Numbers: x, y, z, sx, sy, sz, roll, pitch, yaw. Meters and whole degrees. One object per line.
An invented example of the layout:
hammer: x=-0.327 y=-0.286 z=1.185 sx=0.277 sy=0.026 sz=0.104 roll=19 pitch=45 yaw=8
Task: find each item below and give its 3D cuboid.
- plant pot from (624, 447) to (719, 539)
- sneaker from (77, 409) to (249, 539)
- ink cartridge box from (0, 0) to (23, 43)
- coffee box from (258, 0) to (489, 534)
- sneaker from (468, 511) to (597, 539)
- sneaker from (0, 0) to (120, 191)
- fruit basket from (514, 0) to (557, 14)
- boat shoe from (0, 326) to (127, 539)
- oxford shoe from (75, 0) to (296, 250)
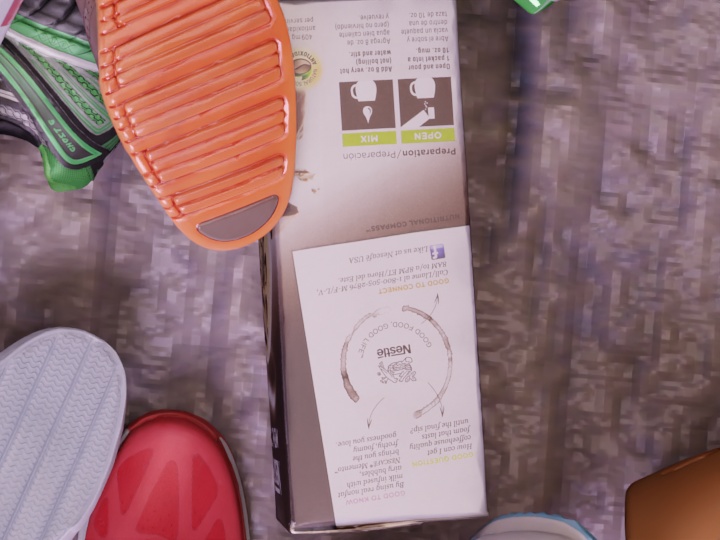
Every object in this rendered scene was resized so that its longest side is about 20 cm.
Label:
plant pot: x=0.181 y=0.143 z=0.900 sx=0.139 sy=0.200 sz=0.202 roll=-8 pitch=87 yaw=11
sneaker: x=-0.081 y=0.155 z=0.896 sx=0.078 sy=0.116 sz=0.202 roll=6 pitch=86 yaw=-6
ink cartridge box: x=-0.170 y=-0.185 z=0.817 sx=0.083 sy=0.145 sz=0.202 roll=-5 pitch=85 yaw=-15
coffee box: x=0.000 y=0.000 z=0.916 sx=0.079 sy=0.113 sz=0.202 roll=-3 pitch=86 yaw=-6
sneaker: x=0.025 y=0.152 z=0.867 sx=0.077 sy=0.199 sz=0.081 roll=55 pitch=44 yaw=-7
sneaker: x=-0.185 y=-0.090 z=0.918 sx=0.198 sy=0.078 sz=0.086 roll=19 pitch=85 yaw=-5
fruit basket: x=0.054 y=-0.209 z=0.911 sx=0.093 sy=0.185 sz=0.201 roll=-29 pitch=93 yaw=28
boat shoe: x=-0.163 y=0.112 z=0.914 sx=0.073 sy=0.067 sz=0.201 roll=35 pitch=73 yaw=-11
oxford shoe: x=-0.074 y=-0.106 z=0.847 sx=0.071 sy=0.073 sz=0.202 roll=-19 pitch=102 yaw=-10
